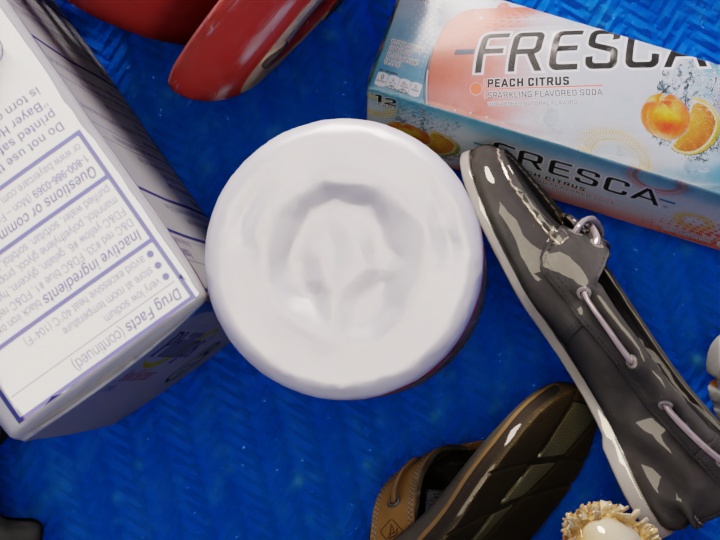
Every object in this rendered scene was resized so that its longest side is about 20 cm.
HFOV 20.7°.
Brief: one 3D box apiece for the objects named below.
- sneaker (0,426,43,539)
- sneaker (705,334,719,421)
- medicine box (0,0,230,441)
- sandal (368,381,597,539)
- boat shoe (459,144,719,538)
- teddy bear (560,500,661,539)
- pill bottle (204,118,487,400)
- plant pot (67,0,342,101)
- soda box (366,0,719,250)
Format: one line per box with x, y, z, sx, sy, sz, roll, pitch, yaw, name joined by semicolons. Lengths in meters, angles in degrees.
-0.216;0.065;0.942;0.091;0.076;0.200;-24;93;-7;sneaker
0.229;0.111;0.899;0.077;0.078;0.200;-21;92;-15;sneaker
-0.147;-0.035;0.877;0.103;0.182;0.200;-35;85;3;medicine box
0.030;0.123;0.921;0.200;0.082;0.055;-49;59;5;sandal
0.114;0.024;0.890;0.057;0.067;0.200;-28;93;16;boat shoe
0.074;0.181;0.893;0.145;0.067;0.200;17;118;-24;teddy bear
0.000;0.000;0.855;0.111;0.200;0.111;0;87;4;pill bottle
-0.069;-0.193;0.875;0.182;0.200;0.200;41;91;-3;plant pot
0.104;-0.070;0.911;0.200;0.068;0.064;17;72;4;soda box
